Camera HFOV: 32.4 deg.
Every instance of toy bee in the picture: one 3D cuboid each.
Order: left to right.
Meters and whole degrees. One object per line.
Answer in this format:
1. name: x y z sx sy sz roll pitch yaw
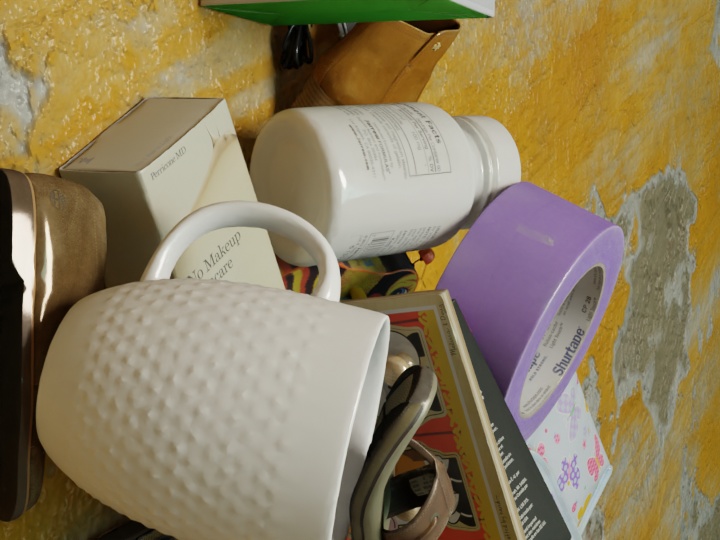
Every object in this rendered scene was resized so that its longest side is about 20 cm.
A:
1. toy bee: 0.000 0.000 1.012 0.131 0.109 0.200 52 18 14

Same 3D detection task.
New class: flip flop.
1. flip flop: 0.024 0.143 0.716 0.081 0.057 0.202 -65 166 -63

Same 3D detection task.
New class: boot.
1. boot: -0.185 0.044 0.725 0.075 0.073 0.203 4 88 -45
2. boot: 0.037 -0.150 1.021 0.200 0.144 0.071 6 46 -55

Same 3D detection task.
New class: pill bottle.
1. pill bottle: 0.024 -0.070 0.949 0.198 0.114 0.116 -9 102 -38

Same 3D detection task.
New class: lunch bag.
1. lunch bag: 0.135 0.190 1.111 0.200 0.126 0.171 -51 131 -36

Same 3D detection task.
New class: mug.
1. mug: -0.077 0.054 0.705 0.148 0.173 0.202 86 18 -69

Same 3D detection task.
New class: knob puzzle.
1. knob puzzle: -0.007 0.112 0.801 0.030 0.217 0.222 -32 121 -53

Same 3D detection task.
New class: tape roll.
1. tape roll: 0.126 0.037 0.985 0.200 0.084 0.201 -48 155 -31

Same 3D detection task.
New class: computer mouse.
1. computer mouse: -0.003 -0.218 1.045 0.199 0.043 0.111 -4 93 -54

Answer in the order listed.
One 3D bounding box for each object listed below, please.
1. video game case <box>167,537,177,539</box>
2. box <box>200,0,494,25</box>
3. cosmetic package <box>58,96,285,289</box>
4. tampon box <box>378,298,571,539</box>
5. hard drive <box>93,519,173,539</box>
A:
1. video game case: -0.175 0.284 0.771 0.199 0.022 0.185 -12 104 -54
2. box: -0.005 -0.271 0.878 0.096 0.198 0.179 -2 96 -59
3. cosmetic package: -0.117 -0.006 0.846 0.104 0.072 0.202 -51 136 -43
4. tampon box: 0.029 0.150 0.893 0.126 0.149 0.202 -31 97 -51
5. hard drive: -0.131 0.268 0.892 0.139 0.037 0.203 -20 112 -57
